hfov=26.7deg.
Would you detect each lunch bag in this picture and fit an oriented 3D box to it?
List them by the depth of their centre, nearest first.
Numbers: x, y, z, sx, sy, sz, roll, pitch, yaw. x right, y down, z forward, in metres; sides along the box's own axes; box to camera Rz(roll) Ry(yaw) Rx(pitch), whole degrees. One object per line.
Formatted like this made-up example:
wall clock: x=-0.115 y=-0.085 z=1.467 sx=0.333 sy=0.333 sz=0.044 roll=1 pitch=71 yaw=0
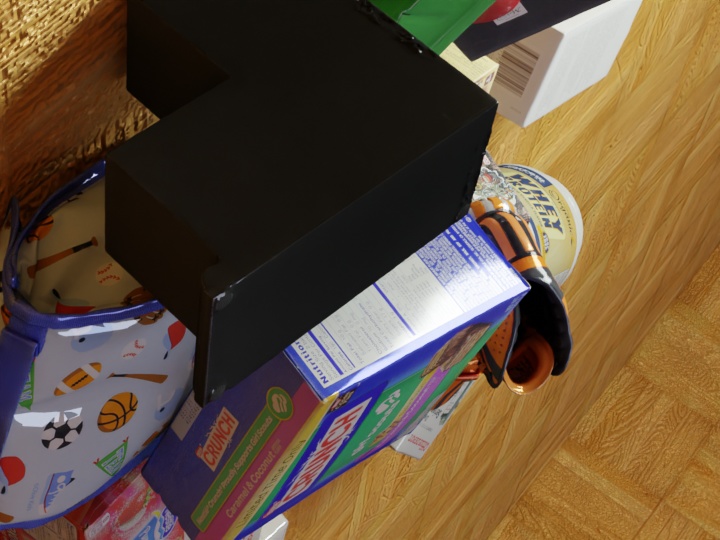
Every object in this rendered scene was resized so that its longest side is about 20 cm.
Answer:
lunch bag: x=-0.152 y=0.035 z=0.854 sx=0.200 sy=0.123 sz=0.171 roll=-46 pitch=164 yaw=-53

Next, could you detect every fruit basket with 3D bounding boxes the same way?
fruit basket: x=0.050 y=-0.190 z=0.990 sx=0.200 sy=0.094 sz=0.185 roll=-31 pitch=173 yaw=-47

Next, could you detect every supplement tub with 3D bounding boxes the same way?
supplement tub: x=0.130 y=-0.028 z=1.478 sx=0.145 sy=0.144 sz=0.200 roll=-62 pitch=162 yaw=21

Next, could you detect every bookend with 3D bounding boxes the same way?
bookend: x=-0.070 y=-0.068 z=0.791 sx=0.200 sy=0.199 sz=0.092 roll=-37 pitch=155 yaw=-31

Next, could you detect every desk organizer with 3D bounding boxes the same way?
desk organizer: x=0.149 y=-0.241 z=1.134 sx=0.199 sy=0.077 sz=0.072 roll=-21 pitch=145 yaw=26

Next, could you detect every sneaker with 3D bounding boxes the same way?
sneaker: x=0.078 y=0.055 z=1.043 sx=0.077 sy=0.112 sz=0.201 roll=-11 pitch=141 yaw=-25

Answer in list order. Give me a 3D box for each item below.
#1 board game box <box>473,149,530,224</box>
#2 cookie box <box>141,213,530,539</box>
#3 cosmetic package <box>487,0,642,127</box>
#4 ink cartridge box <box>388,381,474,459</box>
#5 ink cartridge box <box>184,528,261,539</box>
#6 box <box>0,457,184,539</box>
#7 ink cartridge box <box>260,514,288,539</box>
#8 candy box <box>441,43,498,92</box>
board game box: x=0.000 y=0.000 z=1.102 sx=0.199 sy=0.097 sz=0.160 roll=-12 pitch=142 yaw=-24
cookie box: x=-0.015 y=0.065 z=0.919 sx=0.200 sy=0.075 sz=0.171 roll=-25 pitch=158 yaw=-45
cosmetic package: x=0.182 y=-0.215 z=1.400 sx=0.200 sy=0.071 sz=0.102 roll=-33 pitch=151 yaw=-53
ink cartridge box: x=0.077 y=0.104 z=1.678 sx=0.200 sy=0.084 sz=0.146 roll=-55 pitch=163 yaw=-1
ink cartridge box: x=-0.140 y=0.201 z=1.231 sx=0.200 sy=0.067 sz=0.117 roll=-31 pitch=151 yaw=-35
box: x=-0.185 y=0.159 z=1.028 sx=0.095 sy=0.099 sz=0.200 roll=-46 pitch=160 yaw=-30
ink cartridge box: x=-0.161 y=0.342 z=1.536 sx=0.200 sy=0.050 sz=0.161 roll=-37 pitch=155 yaw=-39
candy box: x=0.024 y=-0.094 z=1.210 sx=0.200 sy=0.055 sz=0.116 roll=-41 pitch=158 yaw=-41
